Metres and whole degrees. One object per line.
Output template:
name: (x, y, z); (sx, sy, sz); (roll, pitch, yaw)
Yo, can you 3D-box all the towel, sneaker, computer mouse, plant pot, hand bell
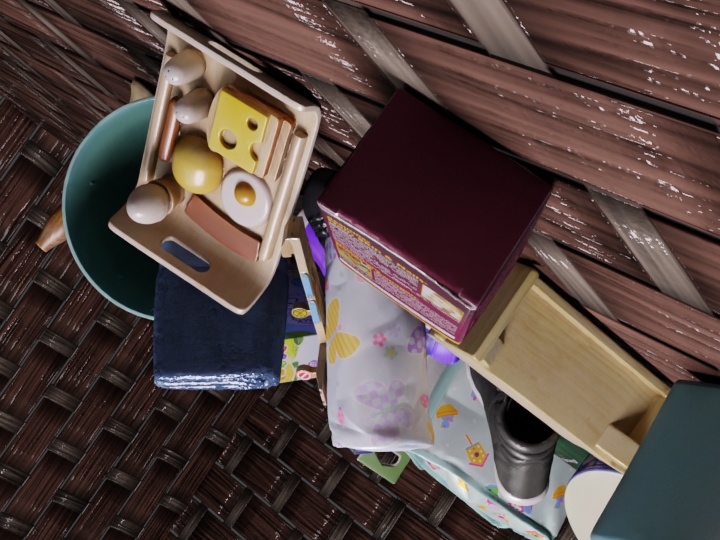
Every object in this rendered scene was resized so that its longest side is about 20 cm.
towel: (-0.114, 0.004, 0.998); (0.111, 0.201, 0.049); (0, 155, 2)
sneaker: (0.144, 0.103, 1.097); (0.070, 0.201, 0.099); (-3, 144, -7)
computer mouse: (0.000, 0.000, 1.053); (0.034, 0.059, 0.201); (-10, 114, 37)
plant pot: (-0.163, -0.061, 1.135); (0.200, 0.201, 0.161); (34, -175, -2)
hand bell: (-0.277, -0.099, 1.295); (0.104, 0.200, 0.104); (43, 175, 4)
plant pot: (0.281, 0.166, 0.793); (0.141, 0.142, 0.200); (35, 166, -8)

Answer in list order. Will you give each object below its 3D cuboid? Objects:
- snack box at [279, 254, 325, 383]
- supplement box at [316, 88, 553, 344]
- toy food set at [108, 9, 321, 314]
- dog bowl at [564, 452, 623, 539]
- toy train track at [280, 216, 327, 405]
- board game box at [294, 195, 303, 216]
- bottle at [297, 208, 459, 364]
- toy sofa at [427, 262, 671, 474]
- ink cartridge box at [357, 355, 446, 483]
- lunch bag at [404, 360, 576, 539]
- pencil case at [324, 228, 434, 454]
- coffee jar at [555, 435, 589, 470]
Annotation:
snack box: (-0.079, 0.043, 1.194); (0.141, 0.053, 0.200); (-8, -155, -24)
supplement box: (0.046, -0.026, 0.764); (0.110, 0.086, 0.200); (34, 174, 7)
toy food set: (-0.120, -0.079, 0.914); (0.143, 0.060, 0.201); (32, 129, 15)
dog bowl: (0.277, 0.221, 1.031); (0.200, 0.079, 0.201); (35, 150, 24)
toy train track: (-0.046, 0.032, 0.981); (0.032, 0.115, 0.201); (-1, 140, 9)
board game box: (-0.005, -0.013, 1.289); (0.200, 0.046, 0.151); (28, 170, 48)
bottle: (0.025, 0.005, 1.120); (0.199, 0.065, 0.084); (32, 130, 16)
toy sofa: (0.155, 0.073, 0.955); (0.200, 0.083, 0.098); (37, 176, -24)
ink cartridge box: (0.055, 0.135, 1.379); (0.059, 0.201, 0.104); (30, 172, 34)
lunch bag: (0.149, 0.168, 1.274); (0.200, 0.171, 0.122); (37, 165, -24)
pencil case: (0.018, 0.050, 0.978); (0.090, 0.202, 0.083); (-2, 177, -28)
coffee jar: (0.259, 0.179, 1.179); (0.199, 0.086, 0.104); (36, 173, -13)
